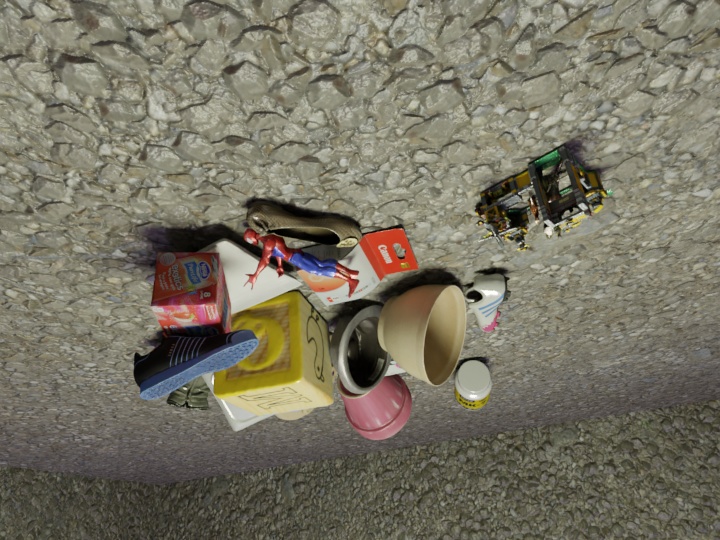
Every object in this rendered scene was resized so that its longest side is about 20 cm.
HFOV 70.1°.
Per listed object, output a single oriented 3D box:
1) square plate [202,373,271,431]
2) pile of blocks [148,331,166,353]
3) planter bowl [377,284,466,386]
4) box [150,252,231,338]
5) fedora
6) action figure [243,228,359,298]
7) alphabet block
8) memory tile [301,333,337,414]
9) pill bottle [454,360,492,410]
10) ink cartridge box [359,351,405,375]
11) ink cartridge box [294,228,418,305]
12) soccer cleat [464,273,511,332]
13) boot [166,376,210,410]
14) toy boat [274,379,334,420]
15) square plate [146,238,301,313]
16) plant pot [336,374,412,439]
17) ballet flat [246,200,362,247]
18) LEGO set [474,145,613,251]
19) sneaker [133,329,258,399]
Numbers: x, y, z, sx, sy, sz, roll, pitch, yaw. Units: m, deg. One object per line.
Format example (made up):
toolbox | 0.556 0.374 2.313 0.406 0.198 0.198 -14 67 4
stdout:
square plate | -0.277 0.290 1.270 0.197 0.028 0.201 -24 104 9
pile of blocks | -0.419 0.159 1.159 0.199 0.082 0.062 -37 97 30
planter bowl | 0.119 0.121 1.061 0.133 0.203 0.200 10 163 33
box | -0.275 0.059 0.859 0.098 0.097 0.201 -1 151 -9
fedora | -0.008 0.169 1.153 0.089 0.204 0.175 10 -154 43
action figure | -0.109 0.003 0.842 0.198 0.065 0.100 29 107 -11
alphabet block | -0.180 0.185 1.094 0.193 0.199 0.200 -13 152 10
memory tile | -0.104 0.261 1.280 0.017 0.201 0.154 27 165 29
pill bottle | 0.345 0.352 1.578 0.112 0.116 0.201 -9 151 6
ink cartridge box | 0.089 0.195 1.275 0.197 0.084 0.146 -14 150 17
ink cartridge box | 0.000 0.000 0.940 0.196 0.051 0.163 -9 152 13
soccer cleat | 0.262 0.067 1.103 0.085 0.071 0.201 3 147 4
boot | -0.394 0.297 1.320 0.197 0.133 0.068 11 149 -27
toy boat | -0.172 0.294 1.374 0.200 0.130 0.131 -47 134 -7
square plate | -0.241 0.013 0.924 0.196 0.029 0.199 -22 148 26
plant pot | 0.027 0.341 1.439 0.197 0.202 0.180 -15 134 18
ballet flat | -0.085 -0.062 0.812 0.197 0.047 0.067 13 147 -30
LEGO set | 0.277 -0.079 0.773 0.198 0.118 0.153 -22 148 28
sneaker | -0.266 0.128 0.823 0.197 0.079 0.071 -23 152 -14
